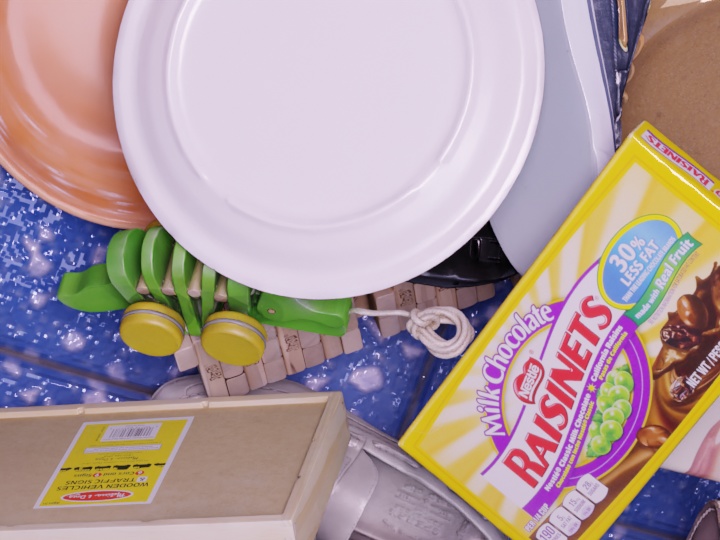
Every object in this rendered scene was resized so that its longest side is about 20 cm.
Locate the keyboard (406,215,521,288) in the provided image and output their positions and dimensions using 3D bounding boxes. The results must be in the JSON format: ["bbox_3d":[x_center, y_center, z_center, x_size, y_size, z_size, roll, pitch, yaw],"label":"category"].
[{"bbox_3d":[0.053,-0.087,1.167,0.103,0.040,0.202,9,78,-14],"label":"keyboard"}]

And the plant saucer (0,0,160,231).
[{"bbox_3d":[-0.095,-0.119,1.150,0.199,0.037,0.202,-4,109,-12],"label":"plant saucer"}]

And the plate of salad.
[{"bbox_3d":[-0.014,-0.086,1.106,0.199,0.048,0.202,-1,84,13],"label":"plate of salad"}]

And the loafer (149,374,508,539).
[{"bbox_3d":[-0.013,0.105,1.227,0.199,0.070,0.070,19,104,-18],"label":"loafer"}]

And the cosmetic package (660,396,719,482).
[{"bbox_3d":[0.192,0.062,1.212,0.199,0.103,0.088,16,92,-32],"label":"cosmetic package"}]

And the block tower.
[{"bbox_3d":[0.000,0.000,1.194,0.199,0.054,0.058,-20,143,-7],"label":"block tower"}]

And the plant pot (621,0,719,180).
[{"bbox_3d":[0.194,-0.071,1.167,0.199,0.201,0.028,-27,145,-3],"label":"plant pot"}]

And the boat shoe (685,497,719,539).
[{"bbox_3d":[0.166,0.193,1.280,0.059,0.072,0.201,5,130,-7],"label":"boat shoe"}]

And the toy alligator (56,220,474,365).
[{"bbox_3d":[-0.047,0.006,1.128,0.199,0.060,0.054,6,147,12],"label":"toy alligator"}]

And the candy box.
[{"bbox_3d":[0.107,0.039,1.096,0.102,0.026,0.200,40,121,8],"label":"candy box"}]

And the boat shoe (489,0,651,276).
[{"bbox_3d":[0.102,-0.097,1.126,0.091,0.071,0.202,-17,104,-47],"label":"boat shoe"}]

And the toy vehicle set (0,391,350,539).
[{"bbox_3d":[-0.112,0.099,1.137,0.199,0.124,0.027,-3,113,14],"label":"toy vehicle set"}]
